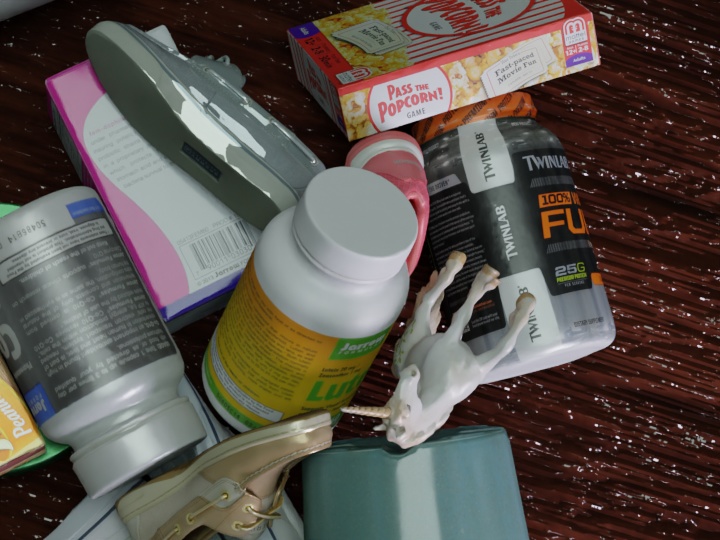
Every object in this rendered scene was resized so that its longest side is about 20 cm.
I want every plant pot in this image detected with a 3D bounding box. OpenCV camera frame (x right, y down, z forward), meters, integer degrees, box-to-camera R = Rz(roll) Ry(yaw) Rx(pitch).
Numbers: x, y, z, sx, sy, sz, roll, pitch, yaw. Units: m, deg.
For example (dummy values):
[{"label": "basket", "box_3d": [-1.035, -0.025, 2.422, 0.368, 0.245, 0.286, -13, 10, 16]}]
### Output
[{"label": "plant pot", "box_3d": [0.041, 0.215, 1.576, 0.199, 0.200, 0.197, -7, 89, -8]}]

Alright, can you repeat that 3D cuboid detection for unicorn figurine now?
[{"label": "unicorn figurine", "box_3d": [0.056, 0.058, 1.542, 0.074, 0.200, 0.138, 34, 88, 1]}]

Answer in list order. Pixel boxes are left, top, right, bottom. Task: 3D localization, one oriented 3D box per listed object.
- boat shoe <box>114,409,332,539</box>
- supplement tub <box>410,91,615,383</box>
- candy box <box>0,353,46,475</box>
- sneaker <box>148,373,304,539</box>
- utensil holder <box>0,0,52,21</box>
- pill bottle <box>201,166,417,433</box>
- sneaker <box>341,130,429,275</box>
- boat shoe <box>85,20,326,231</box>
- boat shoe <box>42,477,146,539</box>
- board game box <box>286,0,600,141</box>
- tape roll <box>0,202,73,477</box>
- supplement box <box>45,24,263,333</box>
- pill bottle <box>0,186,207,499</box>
[{"label": "boat shoe", "box_3d": [-0.086, 0.156, 1.560, 0.074, 0.200, 0.069, -11, 75, -50]}, {"label": "supplement tub", "box_3d": [0.109, -0.025, 1.679, 0.122, 0.123, 0.201, -15, 83, -9]}, {"label": "candy box", "box_3d": [-0.319, 0.065, 1.597, 0.115, 0.055, 0.200, -26, 85, -10]}, {"label": "sneaker", "box_3d": [-0.106, 0.148, 1.657, 0.071, 0.073, 0.200, -12, 66, -48]}, {"label": "utensil holder", "box_3d": [-0.283, -0.265, 1.651, 0.199, 0.170, 0.170, -22, 83, -11]}, {"label": "pill bottle", "box_3d": [-0.032, 0.024, 1.564, 0.111, 0.200, 0.111, 13, 46, -14]}, {"label": "sneaker", "box_3d": [0.000, 0.000, 1.639, 0.074, 0.087, 0.201, 7, 119, -21]}, {"label": "boat shoe", "box_3d": [-0.108, -0.114, 1.601, 0.201, 0.070, 0.072, 43, 60, 2]}, {"label": "boat shoe", "box_3d": [-0.216, 0.230, 1.619, 0.067, 0.074, 0.200, 42, 77, 4]}, {"label": "board game box", "box_3d": [0.060, -0.169, 1.685, 0.199, 0.152, 0.046, -18, 117, -10]}, {"label": "tape roll", "box_3d": [-0.273, 0.052, 1.657, 0.200, 0.048, 0.201, 1, 80, -7]}, {"label": "supplement box", "box_3d": [-0.148, -0.065, 1.665, 0.101, 0.103, 0.200, -25, 85, -10]}, {"label": "pill bottle", "box_3d": [-0.195, 0.052, 1.584, 0.114, 0.114, 0.200, -27, 84, -11]}]
